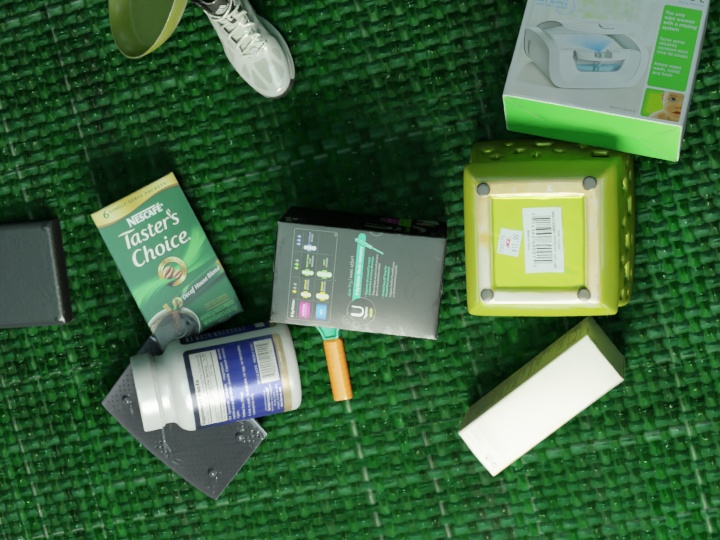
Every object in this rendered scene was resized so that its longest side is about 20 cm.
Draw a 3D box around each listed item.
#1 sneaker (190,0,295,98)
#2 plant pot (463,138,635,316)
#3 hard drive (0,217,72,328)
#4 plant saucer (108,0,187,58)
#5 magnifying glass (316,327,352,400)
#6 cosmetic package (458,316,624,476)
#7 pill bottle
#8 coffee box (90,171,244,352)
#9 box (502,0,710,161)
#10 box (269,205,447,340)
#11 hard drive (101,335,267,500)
[{"bbox_3d":[-0.157,-0.292,1.600,0.075,0.115,0.201,-31,93,16],"label":"sneaker"},{"bbox_3d":[0.214,-0.045,1.531,0.197,0.181,0.202,0,100,13],"label":"plant pot"},{"bbox_3d":[-0.488,0.007,1.774,0.198,0.033,0.141,-4,100,13],"label":"hard drive"},{"bbox_3d":[-0.248,-0.353,1.600,0.199,0.031,0.202,-10,77,54],"label":"plant saucer"},{"bbox_3d":[-0.040,0.066,1.691,0.079,0.022,0.202,-9,99,14],"label":"magnifying glass"},{"bbox_3d":[0.219,0.150,1.607,0.200,0.104,0.073,-39,92,18],"label":"cosmetic package"},{"bbox_3d":[-0.180,0.134,1.653,0.198,0.116,0.117,-10,99,-9],"label":"pill bottle"},{"bbox_3d":[-0.246,-0.011,1.692,0.122,0.044,0.201,-26,94,-4],"label":"coffee box"},{"bbox_3d":[0.276,-0.235,1.487,0.198,0.097,0.178,13,74,14],"label":"box"},{"bbox_3d":[0.000,0.000,1.590,0.198,0.149,0.125,6,99,3],"label":"box"},{"bbox_3d":[-0.227,0.189,1.744,0.200,0.042,0.135,39,106,4],"label":"hard drive"}]
